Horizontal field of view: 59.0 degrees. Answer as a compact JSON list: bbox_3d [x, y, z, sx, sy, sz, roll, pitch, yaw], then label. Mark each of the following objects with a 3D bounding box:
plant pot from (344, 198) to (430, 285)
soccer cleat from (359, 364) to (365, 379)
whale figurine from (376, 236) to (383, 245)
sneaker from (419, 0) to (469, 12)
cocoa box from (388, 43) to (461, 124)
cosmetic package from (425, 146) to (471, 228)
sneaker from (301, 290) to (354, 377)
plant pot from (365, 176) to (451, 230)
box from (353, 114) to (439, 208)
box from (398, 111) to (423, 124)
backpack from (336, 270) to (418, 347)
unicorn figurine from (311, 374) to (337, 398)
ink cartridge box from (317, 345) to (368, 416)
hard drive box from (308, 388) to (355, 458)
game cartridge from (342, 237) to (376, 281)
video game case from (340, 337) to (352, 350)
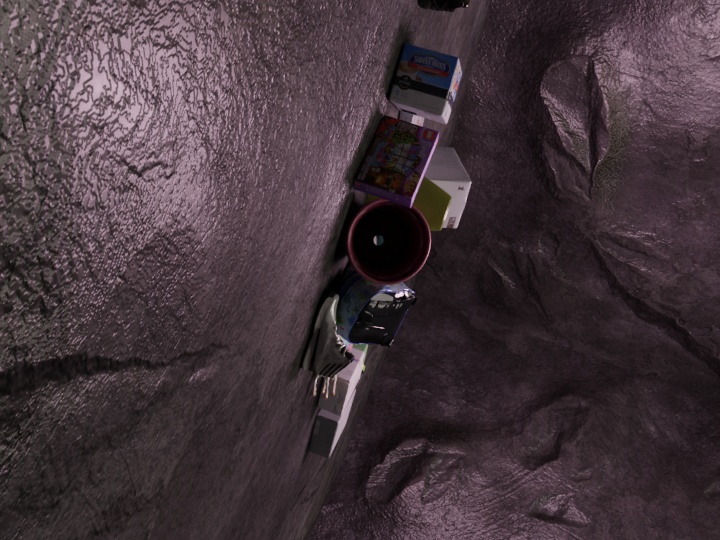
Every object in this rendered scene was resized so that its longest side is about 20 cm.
[{"bbox_3d":[0.056,-0.074,1.532,0.179,0.198,0.202,-134,-118,-82],"label":"plant pot"},{"bbox_3d":[-0.021,0.308,2.150,0.201,0.080,0.068,95,17,-58],"label":"soccer cleat"},{"bbox_3d":[0.097,-0.140,1.803,0.103,0.159,0.201,-7,125,-42],"label":"whale figurine"},{"bbox_3d":[0.188,-0.632,1.356,0.200,0.113,0.077,84,25,-66],"label":"sneaker"},{"bbox_3d":[0.158,-0.437,1.503,0.200,0.132,0.132,-32,140,-77],"label":"cocoa box"},{"bbox_3d":[0.210,-0.252,1.897,0.201,0.163,0.166,-103,-161,-50],"label":"cosmetic package"},{"bbox_3d":[-0.057,0.156,1.490,0.076,0.115,0.202,-29,137,-77],"label":"sneaker"},{"bbox_3d":[0.132,-0.180,1.671,0.187,0.199,0.189,19,90,-81],"label":"plant pot"},{"bbox_3d":[0.082,-0.248,1.426,0.039,0.136,0.201,93,18,-62],"label":"box"},{"bbox_3d":[0.144,-0.423,1.760,0.200,0.041,0.157,-60,166,-48],"label":"box"},{"bbox_3d":[0.013,0.090,1.581,0.199,0.147,0.184,3,120,-53],"label":"backpack"},{"bbox_3d":[-0.090,0.276,1.734,0.200,0.073,0.139,178,-78,-84],"label":"unicorn figurine"},{"bbox_3d":[-0.054,0.326,1.974,0.200,0.083,0.146,-58,164,-57],"label":"ink cartridge box"},{"bbox_3d":[-0.092,0.495,2.121,0.200,0.076,0.157,-55,161,-63],"label":"hard drive box"},{"bbox_3d":[0.000,0.000,1.723,0.130,0.038,0.201,80,27,-43],"label":"game cartridge"},{"bbox_3d":[-0.037,0.145,1.796,0.200,0.017,0.144,54,54,-67],"label":"video game case"}]
